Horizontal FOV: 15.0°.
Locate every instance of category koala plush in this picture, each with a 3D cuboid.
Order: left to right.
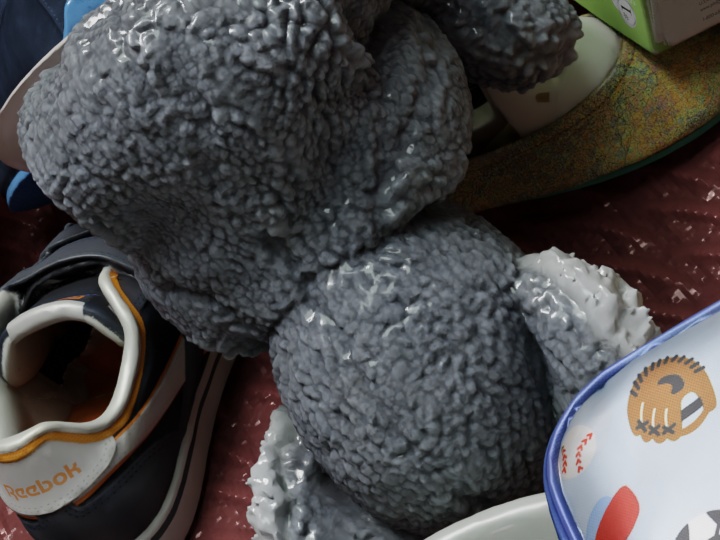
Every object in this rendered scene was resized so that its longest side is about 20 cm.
[{"bbox_3d":[0.000,0.000,0.867,0.177,0.184,0.201,-32,80,19],"label":"koala plush"}]

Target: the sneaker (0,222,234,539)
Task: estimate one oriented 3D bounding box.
[{"bbox_3d":[-0.089,0.016,1.000,0.078,0.080,0.201,-21,39,23],"label":"sneaker"}]

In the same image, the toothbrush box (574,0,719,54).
[{"bbox_3d":[0.108,-0.177,0.999,0.145,0.087,0.200,-26,34,-14],"label":"toothbrush box"}]

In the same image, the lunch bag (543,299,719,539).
[{"bbox_3d":[0.153,0.059,0.675,0.199,0.076,0.161,-30,45,12],"label":"lunch bag"}]

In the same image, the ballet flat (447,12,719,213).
[{"bbox_3d":[0.039,-0.055,0.976,0.199,0.071,0.071,-19,41,23],"label":"ballet flat"}]

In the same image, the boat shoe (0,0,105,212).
[{"bbox_3d":[-0.110,-0.084,1.047,0.084,0.069,0.200,-24,-12,-23],"label":"boat shoe"}]

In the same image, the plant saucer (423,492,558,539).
[{"bbox_3d":[0.050,0.155,0.764,0.199,0.050,0.201,-23,39,20],"label":"plant saucer"}]

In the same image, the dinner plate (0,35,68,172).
[{"bbox_3d":[-0.041,-0.081,0.994,0.199,0.200,0.024,-32,78,9],"label":"dinner plate"}]
